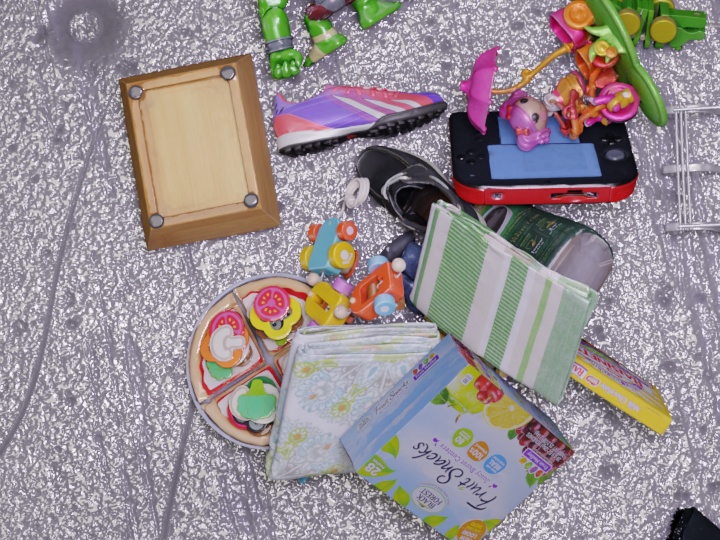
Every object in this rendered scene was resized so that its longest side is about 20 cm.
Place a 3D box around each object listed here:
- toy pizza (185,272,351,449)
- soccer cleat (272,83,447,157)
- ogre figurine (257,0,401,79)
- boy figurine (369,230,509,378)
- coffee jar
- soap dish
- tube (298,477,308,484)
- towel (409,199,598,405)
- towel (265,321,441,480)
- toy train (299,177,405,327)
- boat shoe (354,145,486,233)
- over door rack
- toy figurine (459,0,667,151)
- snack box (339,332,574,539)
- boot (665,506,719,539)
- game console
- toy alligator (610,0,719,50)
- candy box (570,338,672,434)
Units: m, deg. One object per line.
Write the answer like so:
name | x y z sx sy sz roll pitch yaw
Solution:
toy pizza | -0.102 0.099 1.737 0.198 0.032 0.202 -3 76 10
soccer cleat | -0.002 -0.184 1.758 0.198 0.068 0.074 -12 82 3
ogre figurine | -0.036 -0.314 1.752 0.199 0.098 0.120 -31 98 11
boy figurine | 0.100 0.051 1.723 0.200 0.064 0.125 45 131 13
coffee jar | 0.177 -0.024 1.683 0.085 0.200 0.105 36 90 -36
soap dish | -0.184 -0.136 1.751 0.156 0.081 0.202 -10 87 1
tube | -0.016 0.146 1.750 0.200 0.050 0.078 -41 73 4
towel | 0.143 0.031 1.607 0.199 0.023 0.153 32 132 22
towel | -0.007 0.140 1.671 0.170 0.048 0.201 -2 128 -20
toy train | 0.000 0.000 1.698 0.055 0.201 0.150 29 121 -32
boat shoe | 0.056 -0.088 1.708 0.200 0.067 0.072 41 102 40
over door rack | 0.437 -0.116 1.730 0.198 0.067 0.149 -3 86 22
toy figurine | 0.206 -0.197 1.700 0.183 0.150 0.201 -30 73 -2
snack box | 0.105 0.188 1.664 0.169 0.068 0.200 -43 125 9
boot | 0.370 0.381 1.704 0.167 0.076 0.201 32 81 0
game console | 0.198 -0.131 1.707 0.198 0.178 0.031 0 128 1
toy alligator | 0.346 -0.274 1.761 0.198 0.060 0.055 11 129 0
candy box | 0.246 0.101 1.692 0.199 0.102 0.026 33 107 -10
